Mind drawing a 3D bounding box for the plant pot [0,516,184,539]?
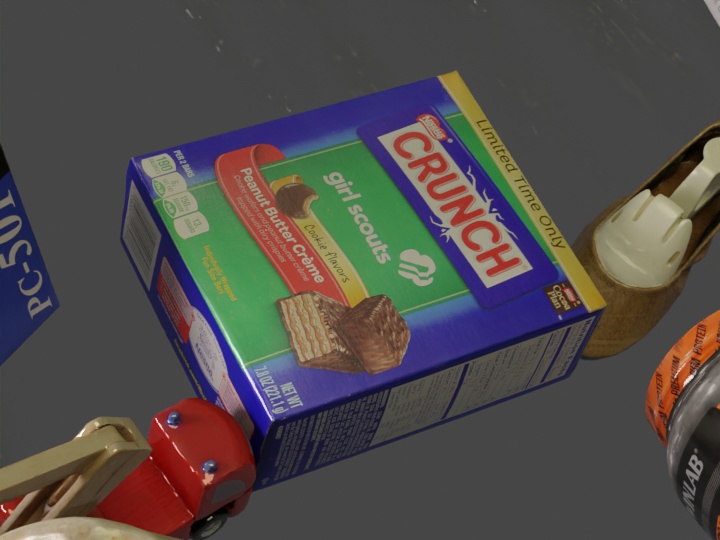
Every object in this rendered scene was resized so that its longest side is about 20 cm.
[{"bbox_3d":[-0.068,0.173,0.565,0.200,0.183,0.201,-9,63,19],"label":"plant pot"}]

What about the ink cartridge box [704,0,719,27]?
[{"bbox_3d":[0.310,-0.156,0.975,0.083,0.145,0.200,-9,59,-22],"label":"ink cartridge box"}]

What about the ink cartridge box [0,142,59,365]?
[{"bbox_3d":[-0.205,-0.032,0.713,0.044,0.200,0.094,18,49,28],"label":"ink cartridge box"}]

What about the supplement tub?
[{"bbox_3d":[0.233,0.110,0.763,0.122,0.123,0.200,-13,41,-23],"label":"supplement tub"}]

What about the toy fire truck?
[{"bbox_3d":[-0.127,0.102,0.677,0.200,0.141,0.049,-27,67,-29],"label":"toy fire truck"}]

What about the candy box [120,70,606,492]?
[{"bbox_3d":[0.000,0.000,0.824,0.200,0.077,0.169,-17,61,-27],"label":"candy box"}]

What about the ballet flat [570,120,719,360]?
[{"bbox_3d":[0.177,-0.030,0.896,0.068,0.072,0.200,42,56,14],"label":"ballet flat"}]
